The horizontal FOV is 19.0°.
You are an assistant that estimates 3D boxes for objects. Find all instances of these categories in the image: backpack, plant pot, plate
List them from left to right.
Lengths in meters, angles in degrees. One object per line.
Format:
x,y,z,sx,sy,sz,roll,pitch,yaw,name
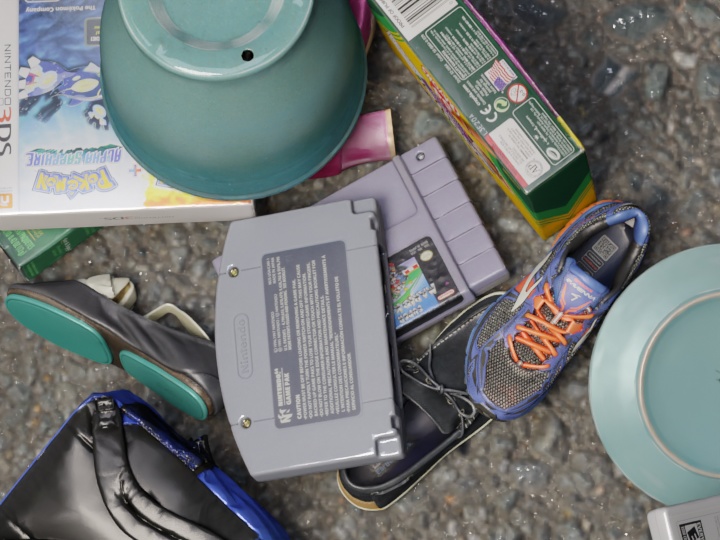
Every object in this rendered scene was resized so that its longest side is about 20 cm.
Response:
-0.143,0.198,1.565,0.200,0.168,0.163,39,98,9,backpack
-0.094,-0.169,1.518,0.200,0.188,0.200,0,77,0,plant pot
0.264,0.081,1.547,0.200,0.026,0.201,0,95,-3,plate

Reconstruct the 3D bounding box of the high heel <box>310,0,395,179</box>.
-0.032,-0.172,1.653,0.096,0.067,0.200,-8,93,0,high heel

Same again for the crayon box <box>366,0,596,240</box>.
0.087,-0.128,1.568,0.058,0.173,0.200,-37,77,0,crayon box

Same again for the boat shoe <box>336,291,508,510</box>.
0.057,0.097,1.598,0.075,0.062,0.200,43,89,15,boat shoe

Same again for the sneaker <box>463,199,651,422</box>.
0.143,0.022,1.559,0.075,0.078,0.200,35,75,-2,sneaker

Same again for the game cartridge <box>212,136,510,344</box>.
0.000,0.000,1.628,0.200,0.038,0.130,-29,63,5,game cartridge

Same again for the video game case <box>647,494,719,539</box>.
0.285,0.249,1.484,0.022,0.182,0.200,-22,78,48,video game case

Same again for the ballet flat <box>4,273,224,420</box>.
-0.177,0.046,1.652,0.200,0.073,0.073,26,87,19,ballet flat

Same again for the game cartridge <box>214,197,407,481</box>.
-0.040,0.052,1.587,0.133,0.042,0.200,-11,70,17,game cartridge

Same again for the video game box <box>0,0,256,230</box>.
-0.181,-0.126,1.628,0.200,0.047,0.183,-3,78,-1,video game box

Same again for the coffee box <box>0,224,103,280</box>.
-0.215,-0.099,1.668,0.200,0.044,0.123,-36,75,-9,coffee box
